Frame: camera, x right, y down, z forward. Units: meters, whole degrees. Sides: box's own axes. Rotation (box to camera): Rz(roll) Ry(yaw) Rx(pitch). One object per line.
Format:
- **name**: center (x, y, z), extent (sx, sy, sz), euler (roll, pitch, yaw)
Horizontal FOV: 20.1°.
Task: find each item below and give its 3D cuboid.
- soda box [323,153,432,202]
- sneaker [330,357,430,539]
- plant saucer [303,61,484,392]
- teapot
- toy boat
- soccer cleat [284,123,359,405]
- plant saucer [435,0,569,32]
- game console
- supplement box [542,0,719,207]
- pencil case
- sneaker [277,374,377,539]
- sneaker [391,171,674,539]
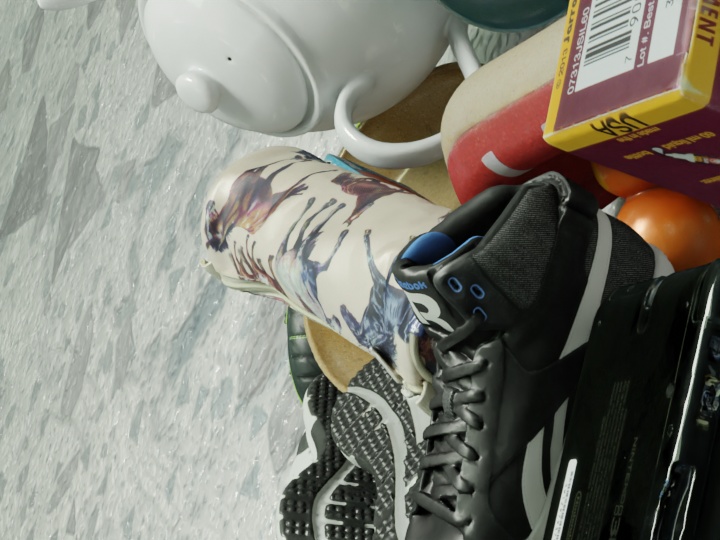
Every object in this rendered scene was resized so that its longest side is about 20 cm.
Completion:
- **soda box**: center (0.041, 0.009, 1.047), extent (0.200, 0.064, 0.068), euler (36, 101, 49)
- **sneaker**: center (0.047, 0.109, 0.985), extent (0.074, 0.080, 0.200), euler (-46, 25, 13)
- **plant saucer**: center (0.044, -0.017, 1.138), extent (0.200, 0.035, 0.200), euler (-24, 56, 42)
- **teapot**: center (-0.047, -0.141, 1.113), extent (0.200, 0.197, 0.146), euler (-10, 39, 53)
- **toy boat**: center (0.128, -0.050, 0.935), extent (0.200, 0.130, 0.131), euler (-27, 78, 61)
- **soccer cleat**: center (0.007, -0.006, 1.234), extent (0.081, 0.067, 0.200), euler (-2, 70, 53)
- **plant saucer**: center (0.073, -0.225, 1.061), extent (0.027, 0.200, 0.200), euler (11, 83, 45)
- **game console**: center (0.150, 0.108, 0.759), extent (0.176, 0.116, 0.200), euler (158, 128, -72)
- **supplement box**: center (0.175, -0.071, 0.692), extent (0.086, 0.200, 0.110), euler (-16, 60, 63)
- **pencil case**: center (0.000, 0.000, 0.985), extent (0.089, 0.078, 0.200), euler (-48, 38, -13)
- **sneaker**: center (-0.008, 0.136, 1.115), extent (0.200, 0.074, 0.080), euler (-77, -1, -64)
- **sneaker**: center (0.042, 0.049, 0.857), extent (0.073, 0.112, 0.200), euler (11, 68, 59)
